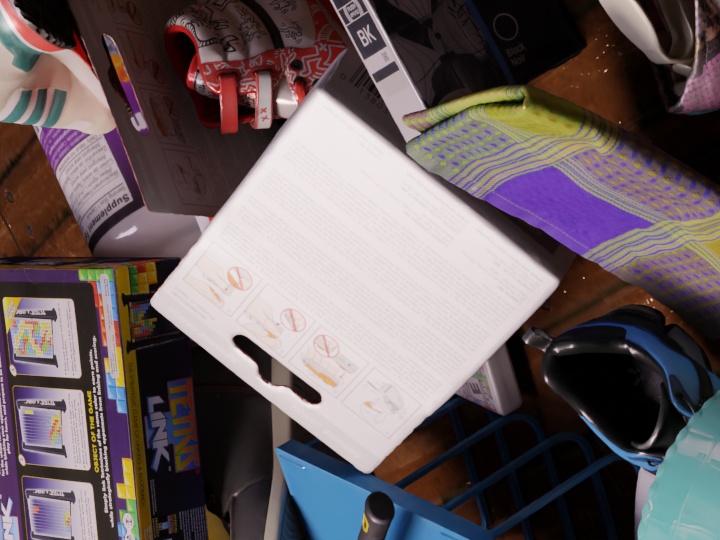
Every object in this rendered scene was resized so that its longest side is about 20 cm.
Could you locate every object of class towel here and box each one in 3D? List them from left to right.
[{"bbox_3d":[0.125,-0.024,1.211,0.199,0.023,0.143,31,164,-20],"label":"towel"}]

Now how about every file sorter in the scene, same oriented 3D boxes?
[{"bbox_3d":[0.069,0.157,1.493,0.200,0.122,0.139,19,132,54],"label":"file sorter"}]

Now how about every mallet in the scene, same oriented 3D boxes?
[{"bbox_3d":[-0.005,0.170,1.445,0.200,0.041,0.066,100,158,-49],"label":"mallet"}]

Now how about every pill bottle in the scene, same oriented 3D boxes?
[{"bbox_3d":[-0.129,-0.061,1.620,0.201,0.111,0.111,64,156,13],"label":"pill bottle"}]

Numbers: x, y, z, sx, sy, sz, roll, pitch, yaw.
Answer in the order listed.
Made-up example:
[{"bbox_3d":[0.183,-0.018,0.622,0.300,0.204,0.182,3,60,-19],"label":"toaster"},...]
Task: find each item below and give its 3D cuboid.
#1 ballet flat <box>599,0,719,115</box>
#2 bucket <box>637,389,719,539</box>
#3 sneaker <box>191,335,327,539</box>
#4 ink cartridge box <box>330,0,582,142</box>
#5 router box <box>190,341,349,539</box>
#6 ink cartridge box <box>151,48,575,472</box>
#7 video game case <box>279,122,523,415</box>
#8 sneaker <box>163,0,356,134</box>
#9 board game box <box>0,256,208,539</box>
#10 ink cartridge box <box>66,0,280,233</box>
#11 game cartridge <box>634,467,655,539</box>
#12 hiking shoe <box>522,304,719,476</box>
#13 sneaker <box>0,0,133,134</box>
[{"bbox_3d":[0.122,-0.160,1.135,0.069,0.071,0.201,1,116,62],"label":"ballet flat"},{"bbox_3d":[0.224,0.134,1.109,0.135,0.207,0.208,21,134,61],"label":"bucket"},{"bbox_3d":[-0.079,0.134,1.588,0.075,0.106,0.201,49,-143,-54],"label":"sneaker"},{"bbox_3d":[0.020,-0.171,1.277,0.201,0.099,0.039,60,154,-2],"label":"ink cartridge box"},{"bbox_3d":[-0.091,0.105,1.694,0.052,0.157,0.201,3,119,60],"label":"router box"},{"bbox_3d":[0.000,0.000,1.401,0.160,0.047,0.200,38,132,-4],"label":"ink cartridge box"},{"bbox_3d":[0.017,-0.004,1.537,0.200,0.018,0.144,23,136,56],"label":"video game case"},{"bbox_3d":[-0.023,-0.090,1.427,0.201,0.108,0.067,45,150,29],"label":"sneaker"},{"bbox_3d":[-0.169,0.092,1.578,0.165,0.057,0.201,2,99,48],"label":"board game box"},{"bbox_3d":[-0.110,-0.088,1.488,0.047,0.200,0.161,-28,76,23],"label":"ink cartridge box"},{"bbox_3d":[0.199,0.168,1.369,0.133,0.041,0.201,40,148,44],"label":"game cartridge"},{"bbox_3d":[0.169,0.088,1.245,0.200,0.087,0.075,32,111,30],"label":"hiking shoe"},{"bbox_3d":[-0.193,-0.113,1.429,0.200,0.093,0.071,43,-156,-74],"label":"sneaker"}]
